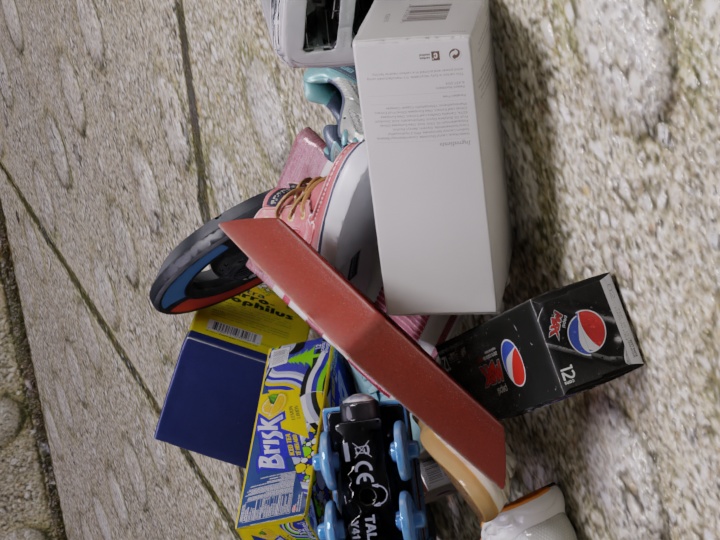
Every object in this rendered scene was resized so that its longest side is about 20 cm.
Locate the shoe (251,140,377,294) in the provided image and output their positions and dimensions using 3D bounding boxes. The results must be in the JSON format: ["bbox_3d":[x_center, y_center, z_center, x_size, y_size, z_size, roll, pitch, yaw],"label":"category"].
[{"bbox_3d":[-0.034,-0.042,1.406,0.091,0.071,0.200,36,147,17],"label":"shoe"}]

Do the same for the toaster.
[{"bbox_3d":[-0.018,-0.237,1.333,0.200,0.113,0.130,99,162,-53],"label":"toaster"}]

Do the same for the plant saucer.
[{"bbox_3d":[0.010,0.048,1.312,0.200,0.037,0.200,44,180,-40],"label":"plant saucer"}]

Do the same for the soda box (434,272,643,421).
[{"bbox_3d":[0.120,0.060,1.300,0.200,0.063,0.071,144,106,-71],"label":"soda box"}]

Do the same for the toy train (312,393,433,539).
[{"bbox_3d":[0.014,0.195,1.458,0.114,0.086,0.201,16,-114,-82],"label":"toy train"}]

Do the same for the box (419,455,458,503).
[{"bbox_3d":[0.033,0.104,1.622,0.039,0.041,0.201,111,138,-61],"label":"box"}]

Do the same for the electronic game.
[{"bbox_3d":[-0.094,-0.018,1.632,0.042,0.199,0.200,60,159,12],"label":"electronic game"}]

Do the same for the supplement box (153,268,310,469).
[{"bbox_3d":[-0.113,0.086,1.752,0.200,0.109,0.109,-80,9,-69],"label":"supplement box"}]

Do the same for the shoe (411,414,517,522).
[{"bbox_3d":[0.082,0.130,1.417,0.070,0.053,0.200,51,-178,-15],"label":"shoe"}]

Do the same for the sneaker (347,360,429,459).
[{"bbox_3d":[0.009,0.063,1.560,0.082,0.074,0.201,3,-116,-65],"label":"sneaker"}]

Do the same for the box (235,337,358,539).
[{"bbox_3d":[-0.048,0.150,1.531,0.201,0.064,0.070,-81,-28,-47],"label":"box"}]

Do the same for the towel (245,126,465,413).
[{"bbox_3d":[0.000,0.000,1.485,0.200,0.023,0.144,42,129,24],"label":"towel"}]

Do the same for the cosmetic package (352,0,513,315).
[{"bbox_3d":[0.054,-0.080,1.282,0.108,0.084,0.201,-68,-26,-64],"label":"cosmetic package"}]

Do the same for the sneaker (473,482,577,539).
[{"bbox_3d":[0.121,0.241,1.442,0.092,0.075,0.200,62,160,18],"label":"sneaker"}]

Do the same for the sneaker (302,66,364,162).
[{"bbox_3d":[0.017,-0.087,1.432,0.078,0.086,0.201,101,147,-54],"label":"sneaker"}]

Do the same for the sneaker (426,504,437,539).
[{"bbox_3d":[0.002,0.165,1.674,0.082,0.070,0.201,-96,-20,-82],"label":"sneaker"}]
